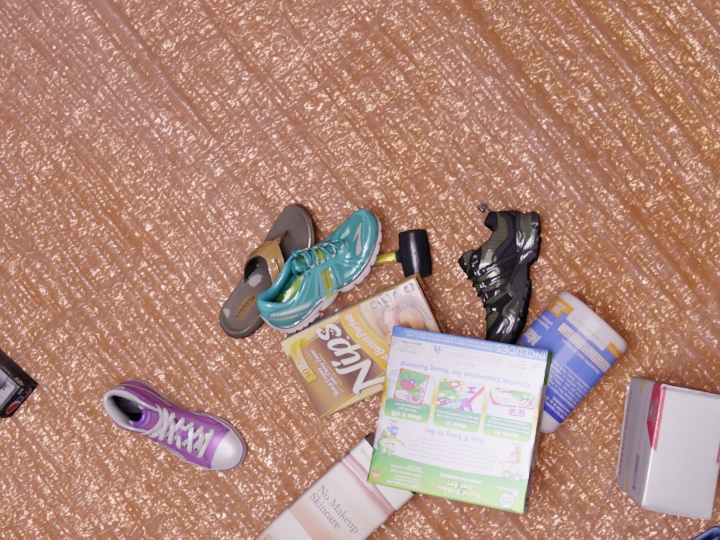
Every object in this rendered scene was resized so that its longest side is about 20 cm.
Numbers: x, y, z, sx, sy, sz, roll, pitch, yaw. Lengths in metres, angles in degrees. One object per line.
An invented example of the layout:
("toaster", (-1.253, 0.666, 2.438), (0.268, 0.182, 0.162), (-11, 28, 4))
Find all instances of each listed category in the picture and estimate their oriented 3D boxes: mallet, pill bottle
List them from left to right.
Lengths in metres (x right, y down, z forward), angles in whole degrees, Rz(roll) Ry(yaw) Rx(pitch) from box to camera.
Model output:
("mallet", (0.000, 0.000, 1.519), (0.199, 0.041, 0.066), (-17, 88, 11))
("pill bottle", (0.235, 0.134, 1.444), (0.112, 0.112, 0.200), (42, 92, 7))

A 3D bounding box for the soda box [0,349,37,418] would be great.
("soda box", (-0.543, 0.115, 1.556), (0.200, 0.071, 0.063), (42, 92, 6))

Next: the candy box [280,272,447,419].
("candy box", (0.010, 0.099, 1.483), (0.199, 0.055, 0.116), (-26, 93, 11))

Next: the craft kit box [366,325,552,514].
("craft kit box", (0.122, 0.180, 1.389), (0.199, 0.049, 0.199), (9, 83, 17))

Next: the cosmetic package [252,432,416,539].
("cosmetic package", (-0.030, 0.317, 1.480), (0.200, 0.087, 0.103), (-44, 82, 3))

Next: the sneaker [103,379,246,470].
("sneaker", (-0.251, 0.212, 1.498), (0.200, 0.114, 0.073), (24, 89, 6))

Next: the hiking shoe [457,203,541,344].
("hiking shoe", (0.174, 0.015, 1.484), (0.100, 0.076, 0.201), (11, 80, 15))

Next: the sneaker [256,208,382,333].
("sneaker", (-0.051, -0.003, 1.461), (0.200, 0.080, 0.077), (-47, 50, -2))

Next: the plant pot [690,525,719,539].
("plant pot", (0.420, 0.436, 1.376), (0.200, 0.180, 0.200), (-34, 84, 5))

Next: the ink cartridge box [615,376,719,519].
("ink cartridge box", (0.375, 0.209, 1.381), (0.083, 0.200, 0.146), (9, 89, 4))

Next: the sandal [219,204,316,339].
("sandal", (-0.130, 0.001, 1.512), (0.082, 0.055, 0.200), (41, 97, 27))
